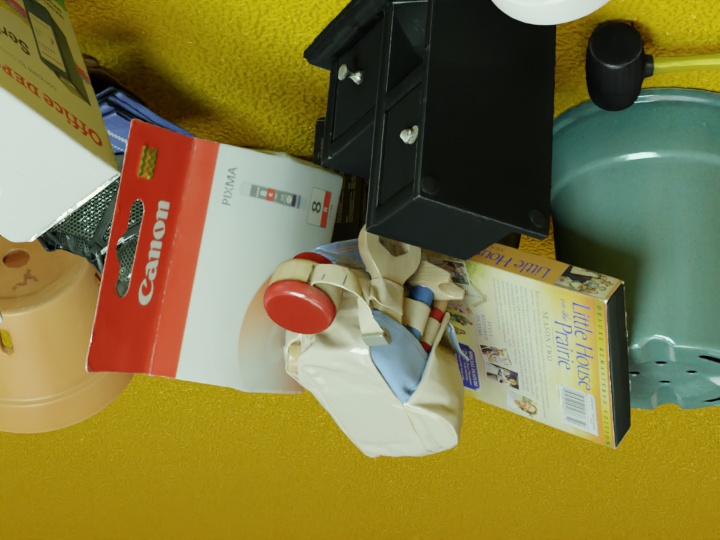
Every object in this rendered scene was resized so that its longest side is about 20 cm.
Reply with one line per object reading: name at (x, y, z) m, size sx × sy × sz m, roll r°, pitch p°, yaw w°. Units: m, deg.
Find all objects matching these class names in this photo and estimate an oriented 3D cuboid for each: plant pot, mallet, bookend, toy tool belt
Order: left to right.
plant pot at (-0.309, 0.030, 1.307) m, size 0.199 × 0.200 × 0.140 m, roll 4°, pitch 139°, yaw 3°
toy tool belt at (0.007, 0.029, 0.941) m, size 0.125 × 0.123 × 0.200 m, roll -7°, pitch 138°, yaw 29°
bookend at (0.035, -0.092, 0.917) m, size 0.092 × 0.199 × 0.200 m, roll 15°, pitch 156°, yaw -23°
plant pot at (0.234, -0.006, 1.081) m, size 0.200 × 0.197 × 0.200 m, roll 3°, pitch 157°, yaw 1°
mallet at (0.254, -0.141, 0.971) m, size 0.199 × 0.041 × 0.066 m, roll 0°, pitch 157°, yaw 1°

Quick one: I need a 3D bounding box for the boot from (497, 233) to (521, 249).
boot at (0.102, -0.027, 1.129) m, size 0.077 × 0.139 × 0.200 m, roll 0°, pitch 157°, yaw 11°

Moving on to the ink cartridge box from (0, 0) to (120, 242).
ink cartridge box at (-0.242, -0.135, 0.856) m, size 0.087 × 0.200 × 0.145 m, roll -33°, pitch 143°, yaw 15°

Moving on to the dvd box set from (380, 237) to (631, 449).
dvd box set at (0.101, 0.042, 1.023) m, size 0.200 × 0.029 × 0.147 m, roll 17°, pitch 137°, yaw 32°

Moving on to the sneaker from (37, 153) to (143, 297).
sneaker at (-0.206, -0.026, 1.049) m, size 0.199 × 0.115 × 0.076 m, roll -2°, pitch 158°, yaw -2°

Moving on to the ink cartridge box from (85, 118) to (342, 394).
ink cartridge box at (-0.089, -0.004, 0.919) m, size 0.050 × 0.163 × 0.200 m, roll 11°, pitch 179°, yaw 26°

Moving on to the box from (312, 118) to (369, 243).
box at (0.000, 0.000, 1.134) m, size 0.043 × 0.201 × 0.160 m, roll -3°, pitch 156°, yaw 16°

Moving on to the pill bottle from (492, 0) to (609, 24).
pill bottle at (0.077, -0.219, 0.719) m, size 0.116 × 0.117 × 0.200 m, roll -6°, pitch 154°, yaw 23°

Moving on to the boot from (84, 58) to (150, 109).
boot at (-0.275, -0.129, 1.075) m, size 0.201 × 0.071 × 0.144 m, roll 15°, pitch 149°, yaw -31°

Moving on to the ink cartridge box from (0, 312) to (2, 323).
ink cartridge box at (-0.311, -0.082, 0.953) m, size 0.041 × 0.200 × 0.200 m, roll -22°, pitch 125°, yaw -18°

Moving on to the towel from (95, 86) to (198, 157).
towel at (-0.220, -0.081, 1.090) m, size 0.200 × 0.024 × 0.145 m, roll -16°, pitch 156°, yaw 28°
